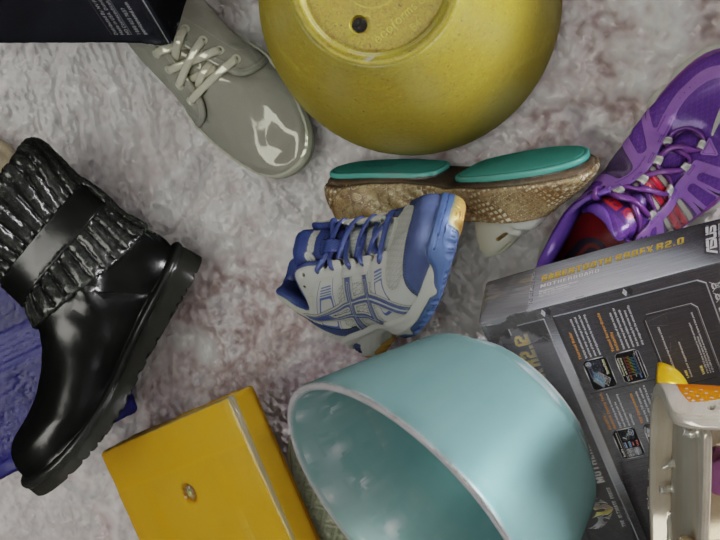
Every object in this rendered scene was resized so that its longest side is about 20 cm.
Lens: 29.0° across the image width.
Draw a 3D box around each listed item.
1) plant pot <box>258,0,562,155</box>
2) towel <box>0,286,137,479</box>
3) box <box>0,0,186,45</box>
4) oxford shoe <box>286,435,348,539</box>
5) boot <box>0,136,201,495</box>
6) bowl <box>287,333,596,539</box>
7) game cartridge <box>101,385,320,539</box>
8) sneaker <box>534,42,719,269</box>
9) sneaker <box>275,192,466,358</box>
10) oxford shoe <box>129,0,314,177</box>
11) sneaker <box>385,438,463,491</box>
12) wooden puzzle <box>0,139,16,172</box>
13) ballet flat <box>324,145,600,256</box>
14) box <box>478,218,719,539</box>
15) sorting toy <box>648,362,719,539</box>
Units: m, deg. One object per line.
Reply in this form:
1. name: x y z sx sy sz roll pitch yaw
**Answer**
1. plant pot: 0.021 -0.171 0.848 0.198 0.142 0.202 1 95 10
2. towel: -0.270 0.047 1.032 0.147 0.050 0.201 -25 97 -4
3. box: -0.205 -0.258 0.899 0.197 0.123 0.201 2 62 20
4. oxford shoe: 0.008 0.190 0.969 0.075 0.058 0.201 -30 80 -6
5. boot: -0.225 0.031 0.967 0.157 0.079 0.212 33 76 -17
6. bowl: 0.061 0.117 0.827 0.200 0.105 0.201 36 150 25
7. game cartridge: -0.091 0.196 0.988 0.176 0.032 0.201 -25 90 46
8. sneaker: 0.180 -0.048 0.857 0.081 0.083 0.200 39 108 11
9. sneaker: 0.000 0.000 0.874 0.088 0.200 0.076 25 63 -8
10. oxford shoe: -0.110 -0.143 0.955 0.075 0.058 0.200 -41 85 18
11. sneaker: 0.071 0.134 0.940 0.087 0.074 0.200 -36 94 8
12. wooden puzzle: -0.372 -0.038 1.080 0.184 0.046 0.201 25 106 15
13. ballet flat: 0.067 -0.042 0.904 0.199 0.070 0.066 0 109 37
14. box: 0.182 0.079 0.853 0.157 0.048 0.201 -16 117 22
15. sorting toy: 0.257 0.128 0.785 0.179 0.107 0.201 -3 122 6
